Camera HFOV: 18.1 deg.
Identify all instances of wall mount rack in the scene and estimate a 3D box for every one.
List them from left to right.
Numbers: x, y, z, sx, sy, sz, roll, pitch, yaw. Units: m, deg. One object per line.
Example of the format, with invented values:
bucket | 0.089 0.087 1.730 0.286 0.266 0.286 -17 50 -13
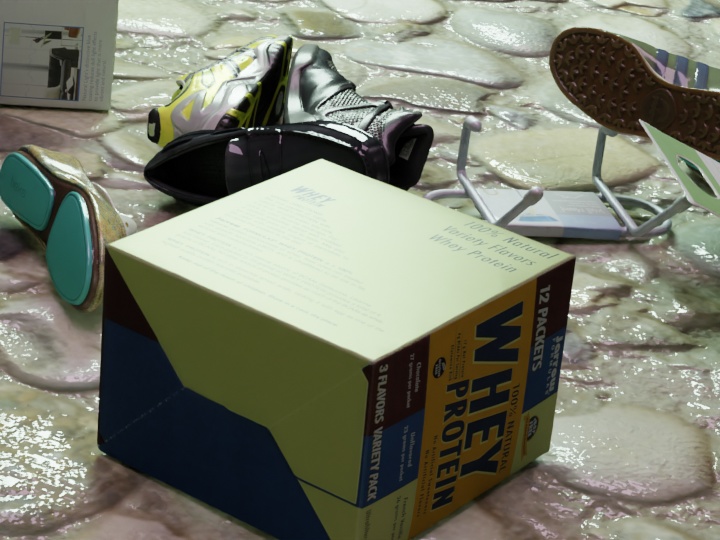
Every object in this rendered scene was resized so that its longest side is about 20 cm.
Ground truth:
wall mount rack | 0.151 -0.058 1.663 0.198 0.075 0.174 1 25 -16

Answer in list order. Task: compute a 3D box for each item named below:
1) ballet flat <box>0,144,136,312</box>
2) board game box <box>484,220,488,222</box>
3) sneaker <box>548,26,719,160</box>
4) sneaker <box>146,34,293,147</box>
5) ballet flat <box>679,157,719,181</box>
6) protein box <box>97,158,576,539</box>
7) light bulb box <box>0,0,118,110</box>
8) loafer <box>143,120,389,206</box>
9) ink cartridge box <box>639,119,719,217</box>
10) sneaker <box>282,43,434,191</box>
ballet flat | -0.189 -0.030 1.545 0.070 0.071 0.200 -6 28 -25
board game box | 0.000 0.000 1.555 0.198 0.035 0.126 2 24 -9
sneaker | 0.242 -0.128 1.717 0.200 0.068 0.090 29 17 36
sneaker | -0.106 -0.144 1.791 0.076 0.076 0.200 13 24 12
ballet flat | 0.307 -0.079 1.767 0.067 0.068 0.200 7 26 -16
protein box | -0.015 0.049 1.328 0.198 0.136 0.200 22 30 32
light bulb box | -0.302 -0.228 1.861 0.198 0.126 0.199 3 26 -10
loafer | -0.068 -0.069 1.616 0.200 0.069 0.070 3 16 38
ink cartridge box | 0.280 -0.019 1.568 0.199 0.048 0.146 23 21 -19
sneaker | -0.007 -0.109 1.744 0.113 0.077 0.200 5 28 -7
